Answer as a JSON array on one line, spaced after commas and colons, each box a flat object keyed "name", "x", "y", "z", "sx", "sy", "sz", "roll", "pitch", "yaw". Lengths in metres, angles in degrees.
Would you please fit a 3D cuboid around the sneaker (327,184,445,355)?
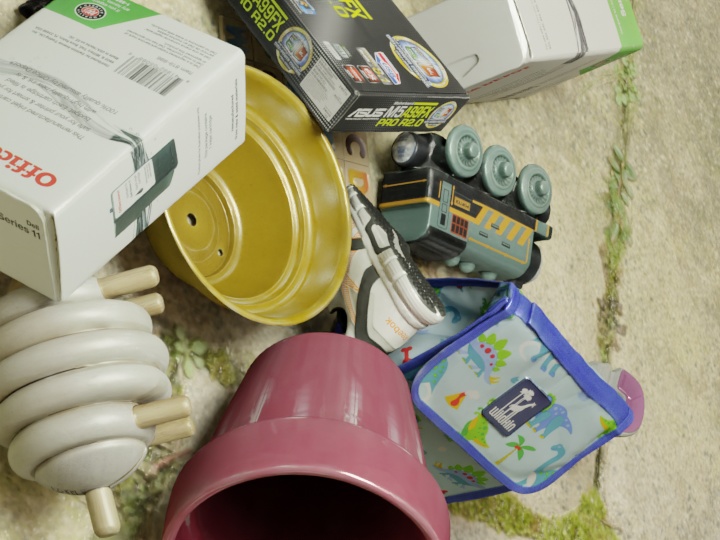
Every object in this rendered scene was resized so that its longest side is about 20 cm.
[{"name": "sneaker", "x": 0.000, "y": 0.000, "z": 1.392, "sx": 0.074, "sy": 0.080, "sz": 0.200, "roll": 43, "pitch": 11, "yaw": -27}]

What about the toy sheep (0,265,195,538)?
[{"name": "toy sheep", "x": -0.181, "y": 0.074, "z": 1.148, "sx": 0.138, "sy": 0.138, "sz": 0.201, "roll": 9, "pitch": 56, "yaw": -47}]

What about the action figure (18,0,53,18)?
[{"name": "action figure", "x": -0.194, "y": -0.265, "z": 1.292, "sx": 0.119, "sy": 0.102, "sz": 0.200, "roll": 56, "pitch": 40, "yaw": -39}]

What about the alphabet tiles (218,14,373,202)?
[{"name": "alphabet tiles", "x": -0.049, "y": -0.100, "z": 1.469, "sx": 0.167, "sy": 0.008, "sz": 0.201, "roll": 12, "pitch": 66, "yaw": -47}]

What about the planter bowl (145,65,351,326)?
[{"name": "planter bowl", "x": -0.103, "y": -0.047, "z": 1.324, "sx": 0.200, "sy": 0.083, "sz": 0.201, "roll": 21, "pitch": 60, "yaw": -44}]

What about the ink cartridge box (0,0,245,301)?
[{"name": "ink cartridge box", "x": -0.190, "y": -0.089, "z": 1.161, "sx": 0.200, "sy": 0.146, "sz": 0.083, "roll": -45, "pitch": 151, "yaw": -37}]

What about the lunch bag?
[{"name": "lunch bag", "x": 0.092, "y": 0.091, "z": 1.405, "sx": 0.170, "sy": 0.200, "sz": 0.128, "roll": 43, "pitch": 46, "yaw": -31}]

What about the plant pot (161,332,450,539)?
[{"name": "plant pot", "x": -0.032, "y": 0.149, "z": 1.260, "sx": 0.200, "sy": 0.200, "sz": 0.179, "roll": 46, "pitch": 30, "yaw": -27}]

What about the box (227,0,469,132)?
[{"name": "box", "x": -0.022, "y": -0.198, "z": 1.439, "sx": 0.160, "sy": 0.044, "sz": 0.200, "roll": -6, "pitch": 54, "yaw": -53}]

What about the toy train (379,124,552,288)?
[{"name": "toy train", "x": 0.096, "y": -0.054, "z": 1.568, "sx": 0.200, "sy": 0.085, "sz": 0.114, "roll": 23, "pitch": 71, "yaw": -44}]

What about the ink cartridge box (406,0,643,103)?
[{"name": "ink cartridge box", "x": 0.142, "y": -0.213, "z": 1.626, "sx": 0.200, "sy": 0.145, "sz": 0.084, "roll": -13, "pitch": 85, "yaw": -51}]

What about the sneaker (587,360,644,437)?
[{"name": "sneaker", "x": 0.149, "y": 0.103, "z": 1.568, "sx": 0.200, "sy": 0.088, "sz": 0.081, "roll": 28, "pitch": 54, "yaw": -12}]
